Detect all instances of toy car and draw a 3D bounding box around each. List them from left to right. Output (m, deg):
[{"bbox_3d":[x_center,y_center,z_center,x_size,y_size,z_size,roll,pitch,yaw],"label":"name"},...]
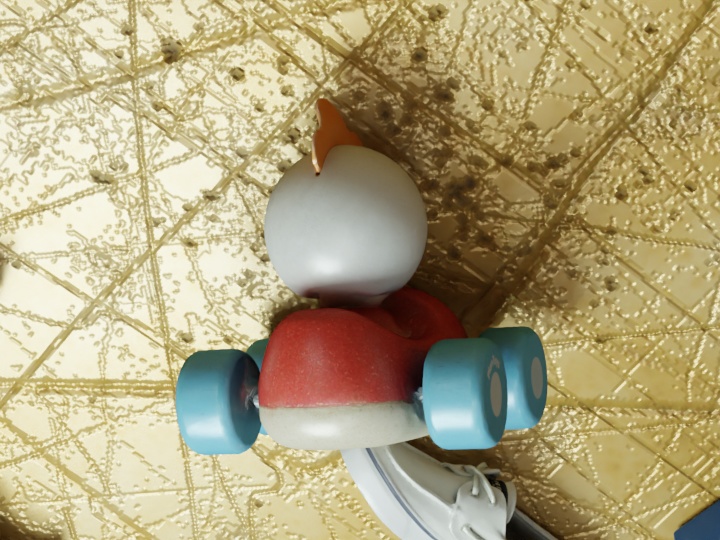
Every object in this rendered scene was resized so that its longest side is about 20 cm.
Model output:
[{"bbox_3d":[0.000,0.000,1.108,0.183,0.177,0.202,-3,91,20],"label":"toy car"}]

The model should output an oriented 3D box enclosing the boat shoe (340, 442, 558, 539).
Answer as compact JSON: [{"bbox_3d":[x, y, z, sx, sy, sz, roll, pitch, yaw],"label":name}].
[{"bbox_3d":[0.071,0.156,1.214,0.066,0.072,0.200,-39,111,18],"label":"boat shoe"}]

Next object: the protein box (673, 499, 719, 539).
[{"bbox_3d":[0.315,0.203,1.149,0.200,0.199,0.135,-40,110,22],"label":"protein box"}]
